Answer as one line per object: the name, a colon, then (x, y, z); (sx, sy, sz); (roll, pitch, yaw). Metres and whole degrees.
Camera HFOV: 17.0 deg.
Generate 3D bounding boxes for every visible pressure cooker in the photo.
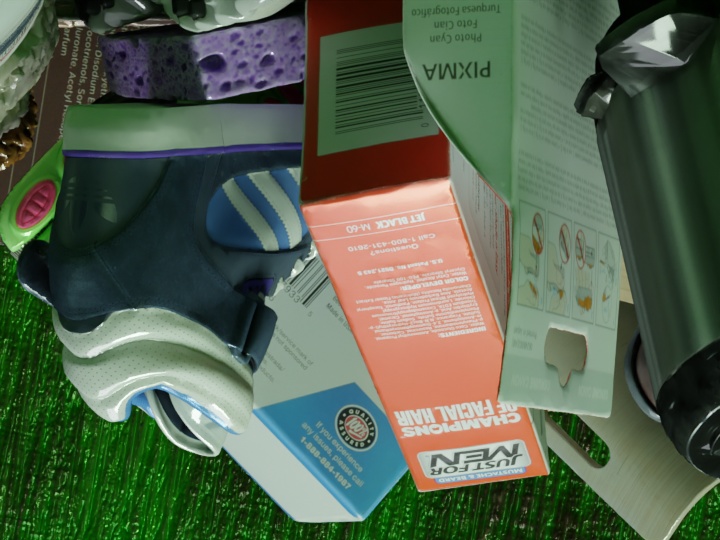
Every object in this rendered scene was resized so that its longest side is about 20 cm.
pressure cooker: (0.173, -0.039, 0.880); (0.179, 0.200, 0.176); (-11, 156, 3)

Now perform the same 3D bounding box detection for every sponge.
sponge: (-0.001, -0.107, 1.050); (0.200, 0.030, 0.112); (-14, -170, -25)

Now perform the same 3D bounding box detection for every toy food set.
toy food set: (0.176, 0.053, 1.251); (0.200, 0.060, 0.144); (-23, -126, -36)

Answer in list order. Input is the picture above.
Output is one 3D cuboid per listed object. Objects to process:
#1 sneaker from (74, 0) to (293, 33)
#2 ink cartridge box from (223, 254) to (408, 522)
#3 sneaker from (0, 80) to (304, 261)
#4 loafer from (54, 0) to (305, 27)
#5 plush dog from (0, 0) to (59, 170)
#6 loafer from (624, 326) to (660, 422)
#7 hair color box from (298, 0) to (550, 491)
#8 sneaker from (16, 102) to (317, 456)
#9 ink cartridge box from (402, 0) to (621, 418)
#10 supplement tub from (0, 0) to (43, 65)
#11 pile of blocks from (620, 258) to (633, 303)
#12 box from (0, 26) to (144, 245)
sneaker: (-0.056, -0.136, 0.998); (0.081, 0.075, 0.200); (-4, -173, -24)
ink cartridge box: (0.000, 0.000, 1.148); (0.145, 0.200, 0.084); (47, 158, -12)
sneaker: (-0.098, -0.048, 1.103); (0.084, 0.077, 0.200); (-24, -168, 42)
loafer: (-0.077, -0.132, 1.186); (0.200, 0.063, 0.072); (10, 179, -12)
plush dog: (-0.187, -0.119, 1.049); (0.160, 0.200, 0.172); (-25, -167, -5)
loafer: (0.216, 0.019, 1.193); (0.200, 0.072, 0.063); (-21, 173, -36)
hair color box: (0.029, -0.010, 0.987); (0.064, 0.111, 0.200); (-9, 140, 12)
sneaker: (-0.057, 0.003, 1.021); (0.081, 0.146, 0.200); (3, -176, 34)
ink cartridge box: (0.061, -0.046, 0.920); (0.047, 0.200, 0.160); (1, 175, 21)
supplement tub: (-0.159, -0.118, 0.738); (0.140, 0.140, 0.200); (10, 178, -10)
pile of blocks: (0.161, -0.029, 1.071); (0.082, 0.062, 0.200); (43, 159, -17)
box: (-0.147, -0.088, 1.332); (0.200, 0.164, 0.166); (10, 178, -28)
